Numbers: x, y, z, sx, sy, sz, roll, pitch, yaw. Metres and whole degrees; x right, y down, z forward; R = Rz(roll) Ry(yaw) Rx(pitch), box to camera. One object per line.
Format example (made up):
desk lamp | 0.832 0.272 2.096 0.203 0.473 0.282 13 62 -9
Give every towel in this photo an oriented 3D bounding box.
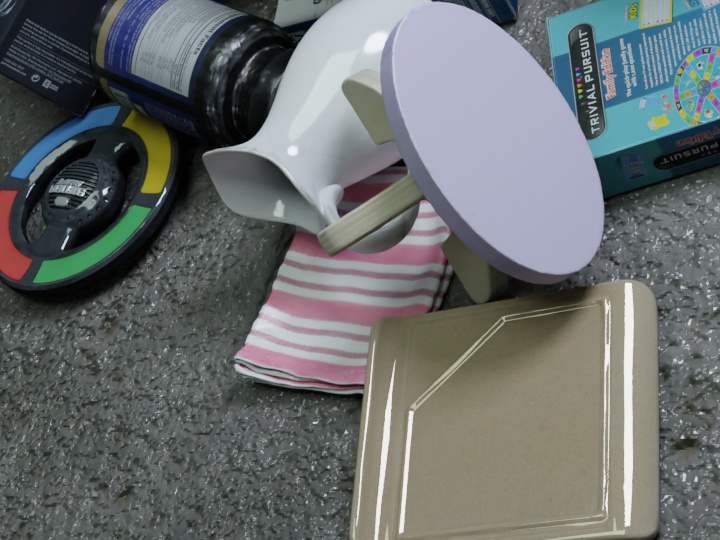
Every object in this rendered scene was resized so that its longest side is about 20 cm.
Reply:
towel | 0.000 0.000 1.210 0.146 0.030 0.201 3 58 33

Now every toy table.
toy table | 0.065 -0.070 1.107 0.183 0.201 0.117 -18 -8 -30

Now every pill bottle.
pill bottle | -0.121 -0.163 1.345 0.199 0.112 0.112 25 71 32

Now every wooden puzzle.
wooden puzzle | 0.097 0.101 1.066 0.199 0.037 0.186 -7 55 20

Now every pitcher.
pitcher | 0.006 -0.109 1.218 0.171 0.122 0.200 29 66 27

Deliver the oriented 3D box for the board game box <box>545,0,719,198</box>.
board game box | 0.238 -0.145 1.162 0.199 0.047 0.152 -17 50 20

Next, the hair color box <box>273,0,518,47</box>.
hair color box | 0.032 -0.240 1.355 0.199 0.061 0.101 -10 51 25

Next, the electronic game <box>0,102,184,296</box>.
electronic game | -0.239 -0.064 1.400 0.199 0.042 0.201 -17 49 20

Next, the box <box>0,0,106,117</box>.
box | -0.276 -0.270 1.485 0.183 0.104 0.200 -57 35 8
